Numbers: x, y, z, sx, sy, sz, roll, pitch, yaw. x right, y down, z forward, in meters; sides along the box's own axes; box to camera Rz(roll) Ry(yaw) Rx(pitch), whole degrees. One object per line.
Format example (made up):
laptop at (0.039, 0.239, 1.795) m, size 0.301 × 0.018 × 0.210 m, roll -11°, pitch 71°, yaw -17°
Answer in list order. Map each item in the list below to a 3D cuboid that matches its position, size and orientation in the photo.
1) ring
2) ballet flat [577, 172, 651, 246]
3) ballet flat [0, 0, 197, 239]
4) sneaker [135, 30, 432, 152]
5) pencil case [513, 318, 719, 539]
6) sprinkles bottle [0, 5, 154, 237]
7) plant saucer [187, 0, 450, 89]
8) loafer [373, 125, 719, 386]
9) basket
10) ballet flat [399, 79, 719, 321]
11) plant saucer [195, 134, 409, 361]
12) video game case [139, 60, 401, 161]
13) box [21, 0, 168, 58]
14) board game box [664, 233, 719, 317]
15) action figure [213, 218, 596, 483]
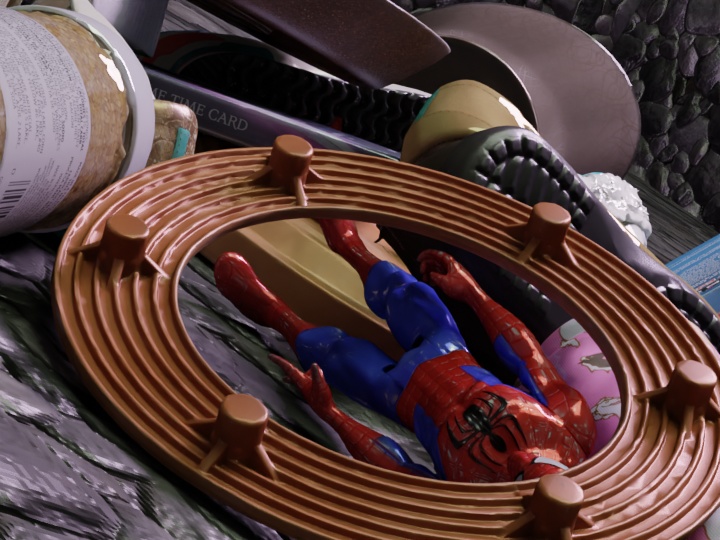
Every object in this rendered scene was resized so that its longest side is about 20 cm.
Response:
ring at (0.013, 0.014, 0.614) m, size 0.198 × 0.019 × 0.201 m, roll 13°, pitch 31°, yaw -8°
ballet flat at (0.091, -0.006, 0.988) m, size 0.072 × 0.072 × 0.200 m, roll 35°, pitch 12°, yaw 23°
ballet flat at (-0.124, -0.075, 0.760) m, size 0.200 × 0.066 × 0.070 m, roll 37°, pitch 7°, yaw 29°
sneaker at (-0.022, -0.076, 1.081) m, size 0.198 × 0.071 × 0.093 m, roll 15°, pitch 17°, yaw -33°
pencil case at (0.104, 0.073, 0.678) m, size 0.086 × 0.083 × 0.200 m, roll 28°, pitch 8°, yaw -18°
sprinkles bottle at (-0.110, -0.040, 0.594) m, size 0.068 × 0.069 × 0.200 m, roll 32°, pitch 8°, yaw 5°
plant saucer at (-0.055, -0.128, 0.958) m, size 0.199 × 0.035 × 0.200 m, roll 27°, pitch 2°, yaw -1°
loafer at (0.075, 0.020, 0.810) m, size 0.071 × 0.073 × 0.200 m, roll 5°, pitch -38°, yaw 47°
basket at (0.058, -0.079, 1.238) m, size 0.178 × 0.137 × 0.200 m, roll 9°, pitch 9°, yaw 12°
ballet flat at (0.092, 0.000, 0.867) m, size 0.200 × 0.068 × 0.063 m, roll 47°, pitch 29°, yaw -25°
plant saucer at (0.000, 0.000, 0.900) m, size 0.199 × 0.032 × 0.200 m, roll 32°, pitch 8°, yaw -5°
video game case at (-0.075, -0.071, 0.915) m, size 0.198 × 0.019 × 0.143 m, roll 20°, pitch 4°, yaw 2°
box at (-0.157, -0.131, 0.894) m, size 0.143 × 0.037 × 0.200 m, roll 19°, pitch 0°, yaw 0°
board game box at (0.169, 0.017, 1.005) m, size 0.047 × 0.150 × 0.200 m, roll 59°, pitch 9°, yaw -2°
action figure at (0.015, 0.029, 0.675) m, size 0.200 × 0.065 × 0.052 m, roll 41°, pitch -13°, yaw 53°
